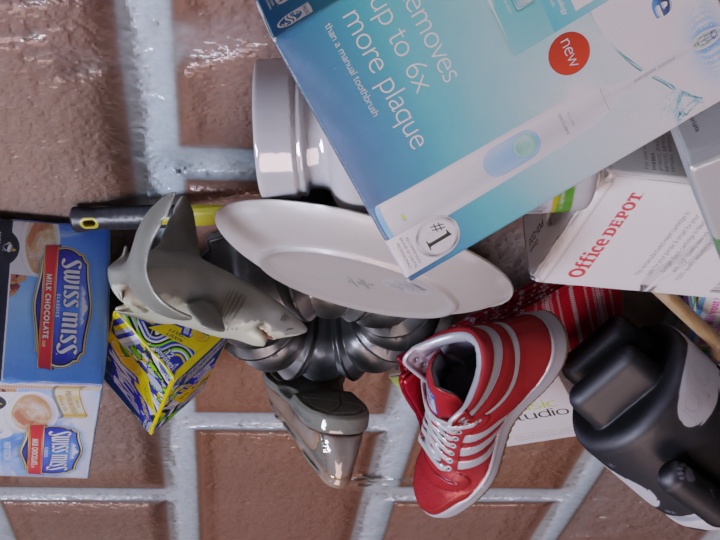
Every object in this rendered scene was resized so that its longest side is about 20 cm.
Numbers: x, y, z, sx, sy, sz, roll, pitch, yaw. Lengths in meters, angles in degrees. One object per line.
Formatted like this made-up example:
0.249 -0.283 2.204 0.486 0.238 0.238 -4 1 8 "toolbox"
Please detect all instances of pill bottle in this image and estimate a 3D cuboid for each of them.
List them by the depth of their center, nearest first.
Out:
0.037 -0.088 0.851 0.197 0.113 0.111 -2 152 1 "pill bottle"

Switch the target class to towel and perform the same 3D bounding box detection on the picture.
0.124 0.062 1.140 0.198 0.023 0.145 -29 149 -4 "towel"

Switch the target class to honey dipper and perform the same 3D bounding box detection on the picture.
0.230 0.016 1.093 0.038 0.038 0.199 -23 134 35 "honey dipper"

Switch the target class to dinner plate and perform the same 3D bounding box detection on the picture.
0.000 0.000 0.916 0.197 0.025 0.200 12 166 3 "dinner plate"

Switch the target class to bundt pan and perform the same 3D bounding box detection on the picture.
-0.026 0.026 1.099 0.198 0.077 0.203 -2 152 -1 "bundt pan"

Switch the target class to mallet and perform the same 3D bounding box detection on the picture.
-0.110 -0.030 1.013 0.197 0.041 0.067 -8 120 19 "mallet"

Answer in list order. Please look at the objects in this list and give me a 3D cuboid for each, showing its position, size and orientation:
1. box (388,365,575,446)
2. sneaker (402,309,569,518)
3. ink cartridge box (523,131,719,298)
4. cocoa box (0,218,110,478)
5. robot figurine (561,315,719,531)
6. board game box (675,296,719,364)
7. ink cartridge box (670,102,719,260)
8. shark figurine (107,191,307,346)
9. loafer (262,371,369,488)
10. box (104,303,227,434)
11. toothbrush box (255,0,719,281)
0.121 0.110 1.303 0.142 0.037 0.200 -11 149 16 "box"
0.066 0.113 1.070 0.111 0.071 0.201 -4 132 -44 "sneaker"
0.223 -0.050 0.959 0.197 0.086 0.146 4 151 -13 "ink cartridge box"
-0.262 0.064 1.093 0.129 0.135 0.201 4 152 -12 "cocoa box"
0.251 0.127 1.164 0.199 0.152 0.124 39 151 -23 "robot figurine"
0.330 0.016 1.141 0.132 0.035 0.201 -3 152 3 "board game box"
0.276 -0.085 0.786 0.198 0.088 0.146 -23 141 13 "ink cartridge box"
-0.124 -0.008 0.937 0.126 0.091 0.214 9 172 21 "shark figurine"
-0.041 0.119 1.174 0.071 0.064 0.200 2 -170 -14 "loafer"
-0.154 0.064 1.112 0.064 0.070 0.200 -41 175 -22 "box"
0.069 -0.114 0.705 0.198 0.085 0.147 -29 117 2 "toothbrush box"
